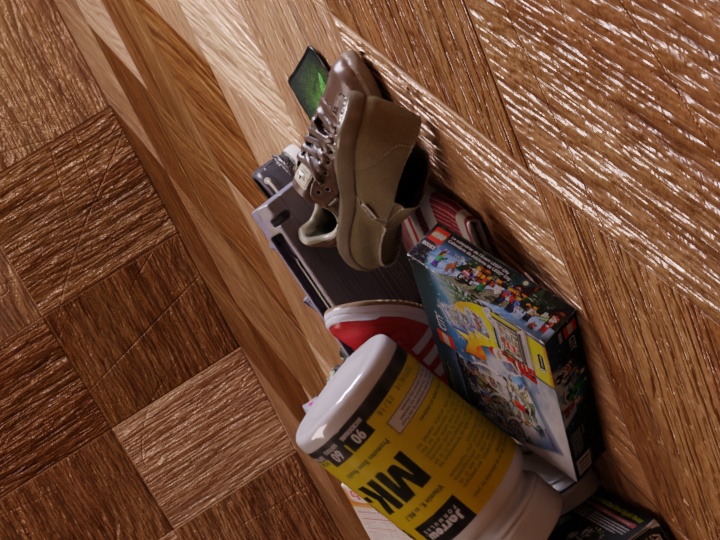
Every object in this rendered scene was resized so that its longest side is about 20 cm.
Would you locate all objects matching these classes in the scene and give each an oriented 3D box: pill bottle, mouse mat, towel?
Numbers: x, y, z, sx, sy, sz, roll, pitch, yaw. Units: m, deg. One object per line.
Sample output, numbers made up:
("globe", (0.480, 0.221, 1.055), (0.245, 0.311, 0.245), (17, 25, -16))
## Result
("pill bottle", (0.057, 0.154, 1.455), (0.200, 0.115, 0.114), (39, 173, -7))
("mouse mat", (-0.016, -0.122, 1.684), (0.162, 0.007, 0.200), (59, 170, -1))
("towel", (0.076, -0.013, 1.506), (0.145, 0.023, 0.200), (65, 167, -26))

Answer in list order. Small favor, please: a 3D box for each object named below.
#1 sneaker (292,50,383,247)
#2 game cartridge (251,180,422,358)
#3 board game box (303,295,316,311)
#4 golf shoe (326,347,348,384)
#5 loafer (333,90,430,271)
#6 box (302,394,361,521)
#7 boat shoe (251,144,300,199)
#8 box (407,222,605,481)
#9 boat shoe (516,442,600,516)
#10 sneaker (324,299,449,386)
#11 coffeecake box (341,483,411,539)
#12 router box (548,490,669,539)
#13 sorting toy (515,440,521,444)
("sneaker", (-0.018, -0.089, 1.504), (0.071, 0.075, 0.201), (55, 160, 38))
("game cartridge", (0.000, 0.000, 1.624), (0.038, 0.130, 0.201), (-28, 99, 41))
("board game box", (0.014, 0.048, 1.849), (0.135, 0.035, 0.200), (36, 171, -2))
("golf shoe", (0.018, 0.117, 1.844), (0.087, 0.078, 0.200), (19, 176, 6))
("loafer", (0.019, -0.061, 1.430), (0.067, 0.077, 0.200), (10, 152, 11))
("box", (0.038, 0.216, 2.110), (0.115, 0.132, 0.201), (43, 162, 53))
("boat shoe", (-0.045, -0.035, 1.954), (0.201, 0.060, 0.074), (60, 167, -14))
("box", (0.114, 0.065, 1.393), (0.136, 0.038, 0.201), (35, 159, 32))
("boat shoe", (0.120, 0.175, 1.571), (0.199, 0.072, 0.066), (-9, 113, 56))
("sneaker", (0.042, 0.093, 1.542), (0.199, 0.071, 0.113), (19, -113, -49))
("coffeecake box", (0.076, 0.239, 1.894), (0.073, 0.154, 0.201), (-2, 129, 34))
("router box", (0.163, 0.250, 1.485), (0.062, 0.149, 0.200), (56, 172, -9))
("sorting toy", (0.135, 0.197, 1.721), (0.199, 0.069, 0.200), (55, 171, 20))
